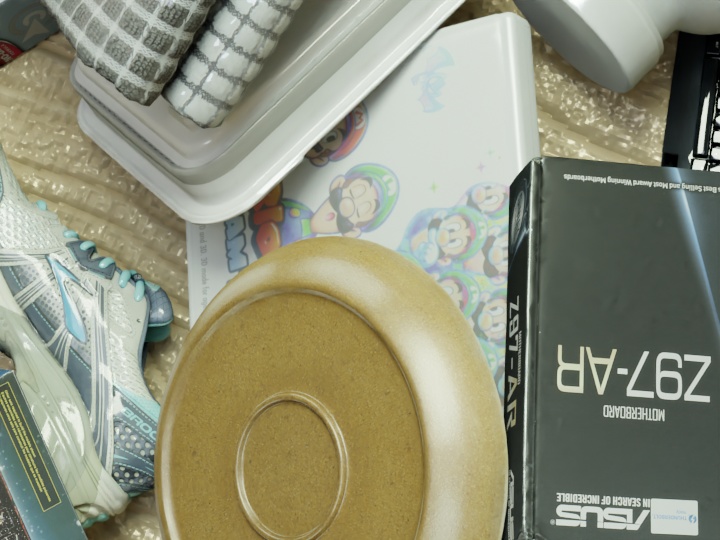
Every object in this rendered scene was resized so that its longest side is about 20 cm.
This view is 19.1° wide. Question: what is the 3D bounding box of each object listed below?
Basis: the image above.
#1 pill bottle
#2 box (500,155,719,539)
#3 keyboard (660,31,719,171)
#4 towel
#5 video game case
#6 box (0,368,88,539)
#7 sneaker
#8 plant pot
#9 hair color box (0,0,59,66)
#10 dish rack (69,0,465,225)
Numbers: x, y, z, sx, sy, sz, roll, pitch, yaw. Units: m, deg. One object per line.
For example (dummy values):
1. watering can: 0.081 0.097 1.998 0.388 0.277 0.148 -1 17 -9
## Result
1. pill bottle: 0.159 -0.179 0.968 0.112 0.112 0.200 42 84 17
2. box: 0.159 0.042 0.886 0.199 0.044 0.161 5 76 -8
3. keyboard: 0.187 -0.046 0.980 0.103 0.040 0.201 5 80 14
4. towel: -0.082 -0.177 0.924 0.166 0.085 0.200 -58 39 15
5. video game case: 0.000 0.000 0.961 0.181 0.024 0.201 -11 74 30
6. box: -0.177 0.162 0.942 0.136 0.038 0.201 -27 102 -26
7. sneaker: -0.137 0.018 1.030 0.086 0.078 0.201 -23 81 -5
8. plant pot: -0.024 0.085 0.915 0.199 0.027 0.202 -3 86 41
9. hair color box: -0.158 -0.184 1.075 0.199 0.061 0.099 -31 74 5
10. dish rack: -0.044 -0.125 0.995 0.200 0.044 0.172 -43 38 -7
